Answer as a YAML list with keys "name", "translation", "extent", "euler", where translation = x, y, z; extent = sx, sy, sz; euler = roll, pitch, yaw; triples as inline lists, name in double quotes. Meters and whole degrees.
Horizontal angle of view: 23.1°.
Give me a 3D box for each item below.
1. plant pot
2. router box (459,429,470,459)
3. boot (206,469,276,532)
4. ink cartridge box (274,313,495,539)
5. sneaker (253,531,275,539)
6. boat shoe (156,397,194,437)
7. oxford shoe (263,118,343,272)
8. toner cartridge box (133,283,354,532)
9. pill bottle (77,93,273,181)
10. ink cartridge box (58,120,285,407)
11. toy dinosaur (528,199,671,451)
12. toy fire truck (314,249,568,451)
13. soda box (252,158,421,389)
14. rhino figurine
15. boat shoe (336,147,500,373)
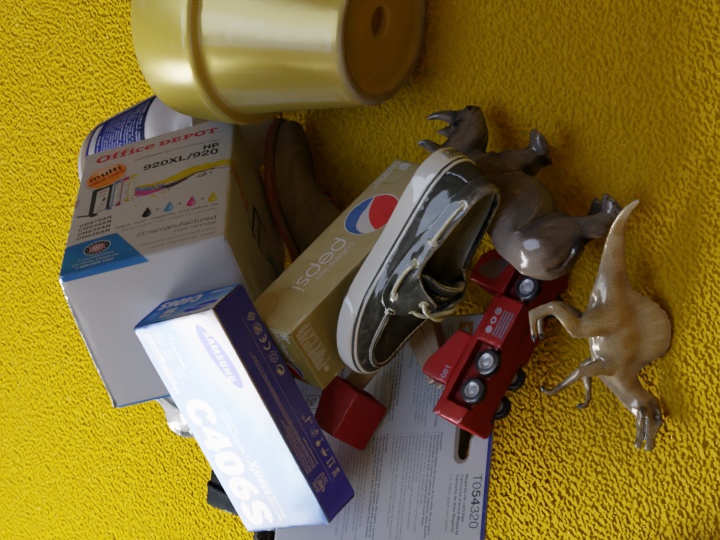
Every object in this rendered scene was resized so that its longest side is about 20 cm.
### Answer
- name: "plant pot"
  translation: [-0.056, -0.214, 1.463]
  extent: [0.189, 0.201, 0.201]
  euler: [13, 109, 31]
- name: "router box"
  translation: [0.014, 0.181, 1.564]
  extent: [0.157, 0.052, 0.200]
  euler: [32, 122, 42]
- name: "boot"
  translation: [-0.072, 0.142, 1.566]
  extent: [0.198, 0.073, 0.163]
  euler: [10, 98, 48]
- name: "ink cartridge box"
  translation: [0.030, 0.137, 1.450]
  extent: [0.200, 0.043, 0.197]
  euler: [-4, 69, 30]
- name: "sneaker"
  translation: [-0.050, 0.324, 1.663]
  extent: [0.200, 0.076, 0.091]
  euler: [59, 143, 26]
- name: "boat shoe"
  translation: [-0.140, 0.112, 1.538]
  extent: [0.200, 0.071, 0.070]
  euler: [28, 108, 44]
- name: "oxford shoe"
  translation: [-0.034, -0.045, 1.576]
  extent: [0.075, 0.070, 0.200]
  euler: [-16, 83, 24]
- name: "toner cartridge box"
  translation: [-0.091, 0.112, 1.397]
  extent: [0.095, 0.043, 0.200]
  euler: [-14, 110, 40]
- name: "pill bottle"
  translation: [-0.174, -0.114, 1.672]
  extent: [0.200, 0.116, 0.116]
  euler: [-18, 84, 51]
- name: "ink cartridge box"
  translation: [-0.156, -0.011, 1.511]
  extent: [0.200, 0.147, 0.145]
  euler: [-92, -15, -56]
- name: "toy dinosaur"
  translation: [0.179, 0.037, 1.312]
  extent: [0.101, 0.058, 0.200]
  euler: [-7, 110, 11]
- name: "toy fire truck"
  translation: [0.063, 0.064, 1.402]
  extent: [0.141, 0.049, 0.200]
  euler: [25, 84, 39]
- name: "soda box"
  translation: [0.000, 0.000, 1.423]
  extent: [0.068, 0.200, 0.064]
  euler: [17, 144, 48]
- name: "rhino figurine"
  translation: [0.110, -0.067, 1.353]
  extent: [0.200, 0.087, 0.060]
  euler: [46, 174, 35]
- name: "boat shoe"
  translation: [0.043, 0.006, 1.333]
  extent: [0.064, 0.071, 0.200]
  euler: [44, 124, 32]
